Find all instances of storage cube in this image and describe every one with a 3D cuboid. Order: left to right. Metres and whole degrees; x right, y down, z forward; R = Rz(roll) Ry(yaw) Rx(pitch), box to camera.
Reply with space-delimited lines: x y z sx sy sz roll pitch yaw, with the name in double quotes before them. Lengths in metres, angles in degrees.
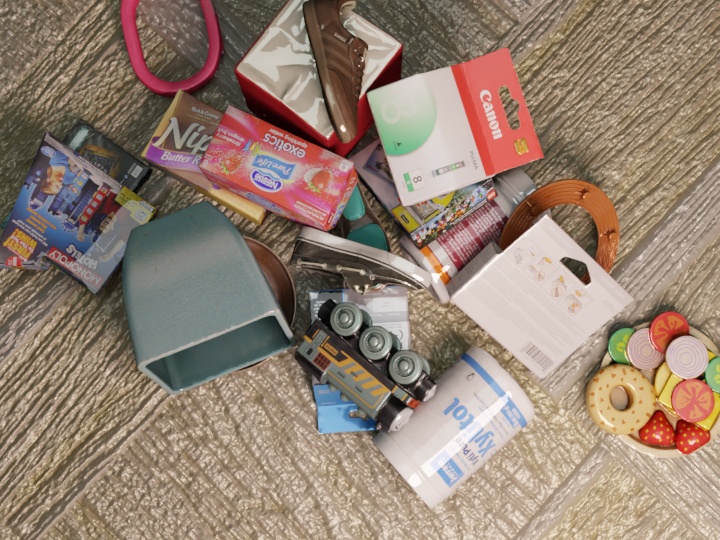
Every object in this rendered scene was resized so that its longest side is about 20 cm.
"storage cube" -0.056 -0.273 1.674 0.171 0.180 0.200 38 83 6

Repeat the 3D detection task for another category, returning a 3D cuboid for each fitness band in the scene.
"fitness band" -0.283 -0.359 1.766 0.142 0.037 0.202 -15 81 2

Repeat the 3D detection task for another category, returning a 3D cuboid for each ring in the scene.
"ring" 0.282 -0.030 1.653 0.199 0.019 0.202 -9 114 -20

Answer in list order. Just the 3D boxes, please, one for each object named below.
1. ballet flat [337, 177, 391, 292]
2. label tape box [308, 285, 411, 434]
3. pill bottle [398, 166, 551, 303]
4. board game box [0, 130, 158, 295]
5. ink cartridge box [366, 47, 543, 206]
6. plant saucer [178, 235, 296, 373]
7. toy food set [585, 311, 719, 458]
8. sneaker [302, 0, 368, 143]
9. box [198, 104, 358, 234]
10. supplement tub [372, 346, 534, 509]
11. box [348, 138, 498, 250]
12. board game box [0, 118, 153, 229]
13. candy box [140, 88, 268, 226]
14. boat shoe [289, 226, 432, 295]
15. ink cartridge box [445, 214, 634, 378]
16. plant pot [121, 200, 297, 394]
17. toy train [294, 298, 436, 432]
"ballet flat" 0.001 -0.058 1.694 0.068 0.067 0.201 -16 73 1
"label tape box" 0.002 0.126 1.672 0.142 0.066 0.202 -3 80 1
"pill bottle" 0.164 -0.054 1.670 0.199 0.114 0.115 -35 82 -3
"board game box" -0.422 -0.058 1.681 0.199 0.062 0.201 35 85 5
"ink cartridge box" 0.126 -0.193 1.575 0.199 0.050 0.162 -18 90 13
"plant saucer" -0.190 0.049 1.702 0.199 0.037 0.202 0 81 1
"toy food set" 0.431 0.163 1.665 0.199 0.049 0.199 29 83 6
"sneaker" -0.021 -0.271 1.547 0.075 0.070 0.202 -14 82 -2
"box" -0.112 -0.136 1.637 0.199 0.096 0.100 26 83 8
"supplement tub" 0.129 0.215 1.623 0.200 0.132 0.132 -42 83 -5
"box" 0.086 -0.132 1.666 0.136 0.038 0.200 -34 46 -3
"board game box" -0.418 -0.106 1.733 0.135 0.028 0.201 35 85 6
"candy box" -0.206 -0.166 1.724 0.199 0.056 0.117 29 83 4
"boat shoe" 0.000 0.000 1.611 0.199 0.071 0.064 18 80 15
"ink cartridge box" 0.247 0.031 1.618 0.176 0.045 0.200 -43 115 15
"plant pot" -0.220 0.027 1.599 0.194 0.196 0.201 -22 72 -2
"toy train" 0.006 0.128 1.593 0.200 0.085 0.114 38 91 17
